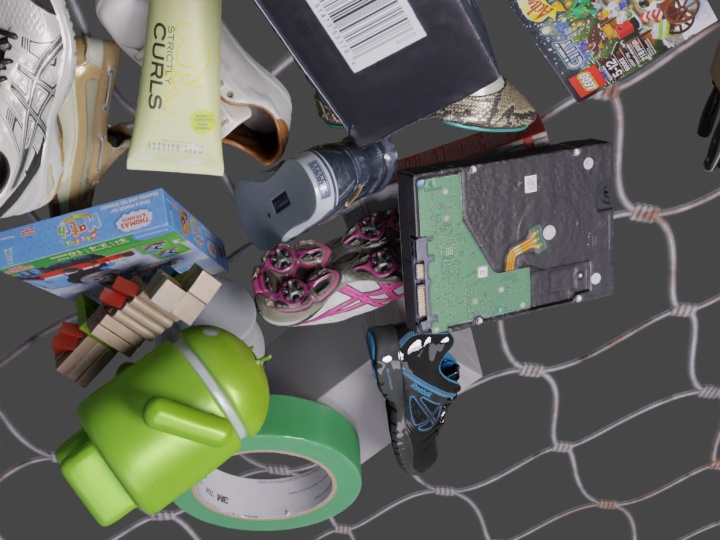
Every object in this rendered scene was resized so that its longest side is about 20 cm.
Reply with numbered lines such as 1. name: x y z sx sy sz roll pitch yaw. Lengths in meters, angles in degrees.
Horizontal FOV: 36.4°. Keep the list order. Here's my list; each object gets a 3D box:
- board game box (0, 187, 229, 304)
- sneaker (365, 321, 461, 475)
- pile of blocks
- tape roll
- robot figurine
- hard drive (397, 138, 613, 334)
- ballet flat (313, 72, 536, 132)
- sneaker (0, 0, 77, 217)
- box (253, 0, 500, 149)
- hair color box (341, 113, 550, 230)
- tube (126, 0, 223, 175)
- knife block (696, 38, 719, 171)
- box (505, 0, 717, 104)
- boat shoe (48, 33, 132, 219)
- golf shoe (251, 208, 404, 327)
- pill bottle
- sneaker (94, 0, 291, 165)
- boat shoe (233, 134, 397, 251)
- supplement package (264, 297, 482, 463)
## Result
1. board game box: -0.215 -0.015 0.985 0.149 0.037 0.200 -15 168 5
2. sneaker: 0.061 0.125 1.044 0.081 0.074 0.201 -13 137 1
3. pile of blocks: -0.212 0.028 0.975 0.199 0.083 0.062 -29 131 29
4. tape roll: -0.098 0.199 1.114 0.197 0.049 0.202 -2 142 -2
5. robot figurine: -0.164 0.129 0.954 0.199 0.175 0.117 -36 104 -14
6. hard drive: 0.128 -0.031 0.943 0.197 0.038 0.142 -12 107 -23
7. ballet flat: 0.059 -0.159 0.935 0.197 0.068 0.076 1 127 -6
8. sneaker: -0.268 -0.132 0.825 0.075 0.088 0.203 15 114 22
9. box: -0.008 -0.232 0.743 0.116 0.202 0.197 -24 136 16
10. hair color box: 0.089 -0.056 1.018 0.197 0.064 0.112 -18 112 10
11. tube: -0.134 -0.172 0.832 0.057 0.052 0.203 18 112 28
12. knife block: 0.343 -0.180 0.960 0.175 0.065 0.199 -36 131 24
13. box: 0.188 -0.242 0.887 0.136 0.038 0.200 -30 133 20
14. boat shoe: -0.230 -0.106 0.934 0.075 0.072 0.202 -6 138 -21
15. golf shoe: 0.000 0.000 0.983 0.197 0.074 0.092 -13 157 -6
16. pill bottle: -0.155 0.100 1.114 0.109 0.112 0.201 1 141 -11
17. sneaker: -0.127 -0.158 0.885 0.073 0.085 0.199 -36 129 28
18. boat shoe: -0.041 -0.070 0.969 0.090 0.072 0.200 -23 -176 -26
19. supplement package: 0.008 0.096 1.145 0.121 0.121 0.199 30 123 -35
